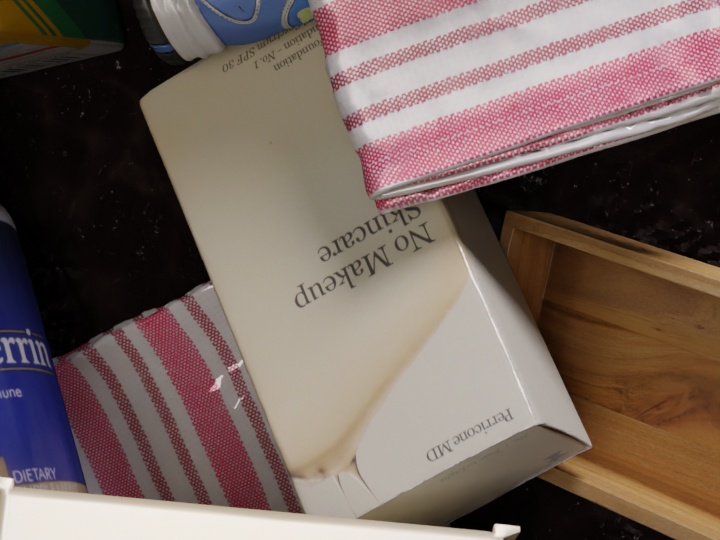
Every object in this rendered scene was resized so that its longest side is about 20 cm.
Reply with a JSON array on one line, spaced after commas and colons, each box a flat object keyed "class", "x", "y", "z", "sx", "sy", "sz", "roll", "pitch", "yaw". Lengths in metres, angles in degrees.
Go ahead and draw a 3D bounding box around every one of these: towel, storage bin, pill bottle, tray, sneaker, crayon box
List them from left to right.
[{"class": "crayon box", "x": -0.189, "y": -0.102, "z": 0.856, "sx": 0.125, "sy": 0.200, "sz": 0.052, "roll": -11, "pitch": 92, "yaw": 15}, {"class": "pill bottle", "x": -0.188, "y": 0.034, "z": 0.891, "sx": 0.115, "sy": 0.116, "sz": 0.202, "roll": -22, "pitch": 76, "yaw": 16}, {"class": "towel", "x": -0.075, "y": 0.089, "z": 0.936, "sx": 0.199, "sy": 0.030, "sz": 0.147, "roll": -27, "pitch": 89, "yaw": 16}, {"class": "storage bin", "x": -0.055, "y": 0.166, "z": 0.821, "sx": 0.198, "sy": 0.199, "sz": 0.094, "roll": 6, "pitch": 60, "yaw": -9}, {"class": "sneaker", "x": -0.046, "y": -0.180, "z": 0.861, "sx": 0.076, "sy": 0.076, "sz": 0.202, "roll": -5, "pitch": 76, "yaw": 15}, {"class": "towel", "x": 0.046, "y": -0.136, "z": 0.794, "sx": 0.145, "sy": 0.030, "sz": 0.202, "roll": -17, "pitch": 87, "yaw": 3}, {"class": "tray", "x": 0.127, "y": 0.049, "z": 0.824, "sx": 0.199, "sy": 0.037, "sz": 0.100, "roll": 21, "pitch": 104, "yaw": 46}]

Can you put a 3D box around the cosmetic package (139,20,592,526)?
[{"class": "cosmetic package", "x": 0.000, "y": 0.000, "z": 0.853, "sx": 0.103, "sy": 0.073, "sz": 0.201, "roll": -30, "pitch": 68, "yaw": 14}]
